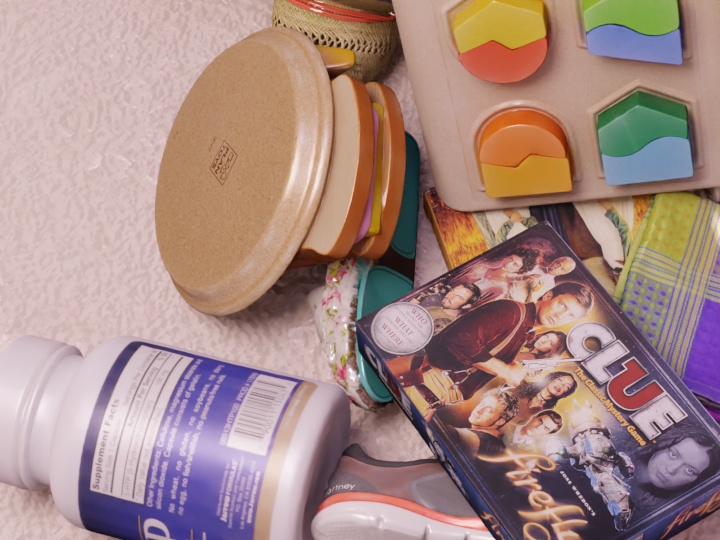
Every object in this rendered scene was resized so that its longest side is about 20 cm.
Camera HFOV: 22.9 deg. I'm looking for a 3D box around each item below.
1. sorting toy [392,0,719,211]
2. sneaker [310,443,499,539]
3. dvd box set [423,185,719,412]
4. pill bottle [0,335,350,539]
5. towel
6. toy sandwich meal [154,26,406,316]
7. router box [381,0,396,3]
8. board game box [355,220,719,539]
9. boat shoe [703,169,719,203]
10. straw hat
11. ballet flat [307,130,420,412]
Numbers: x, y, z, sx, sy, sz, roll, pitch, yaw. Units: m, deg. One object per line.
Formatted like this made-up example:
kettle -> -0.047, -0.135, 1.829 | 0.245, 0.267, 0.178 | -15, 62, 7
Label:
sorting toy -> 0.125, -0.110, 1.039 | 0.200, 0.185, 0.036 | -2, 41, 15
sneaker -> 0.075, 0.141, 1.028 | 0.200, 0.077, 0.082 | 15, 48, -6
dvd box set -> 0.137, 0.017, 1.107 | 0.146, 0.029, 0.200 | -17, 65, -3
pill bottle -> -0.116, 0.103, 1.047 | 0.200, 0.120, 0.120 | 13, 68, 12
towel -> 0.252, 0.034, 1.069 | 0.200, 0.023, 0.144 | 22, 63, 5
toy sandwich meal -> -0.053, -0.060, 1.108 | 0.070, 0.205, 0.205 | 16, 60, -35
router box -> 0.061, -0.207, 1.117 | 0.200, 0.062, 0.150 | 9, 22, -20
board game box -> 0.105, 0.076, 1.003 | 0.135, 0.035, 0.200 | -28, 57, -15
boat shoe -> 0.220, -0.136, 1.147 | 0.059, 0.072, 0.200 | -15, 59, 2
straw hat -> -0.014, -0.167, 1.168 | 0.201, 0.201, 0.085 | 24, 113, 15
ballet flat -> 0.000, 0.000, 1.120 | 0.064, 0.076, 0.200 | -13, 56, 34
